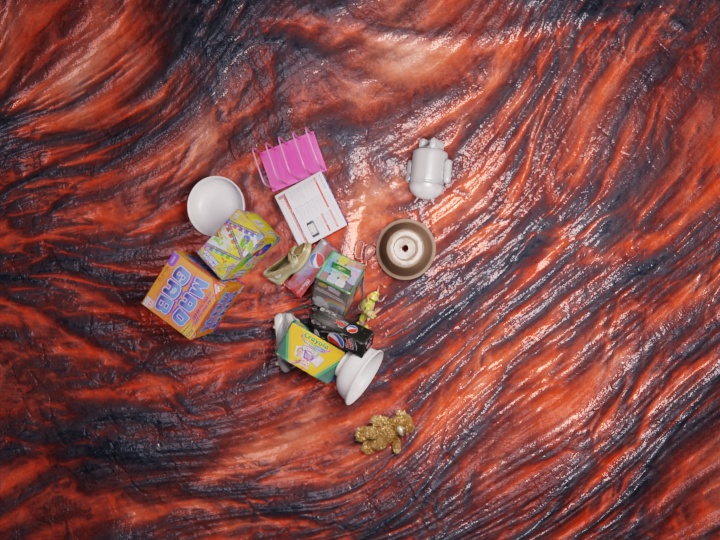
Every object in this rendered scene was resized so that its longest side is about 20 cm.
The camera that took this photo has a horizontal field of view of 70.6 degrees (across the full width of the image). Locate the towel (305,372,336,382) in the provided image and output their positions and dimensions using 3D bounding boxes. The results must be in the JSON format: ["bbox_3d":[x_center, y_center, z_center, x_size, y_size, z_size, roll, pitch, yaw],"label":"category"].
[{"bbox_3d":[-0.106,0.265,1.696,0.111,0.049,0.202,19,95,5],"label":"towel"}]

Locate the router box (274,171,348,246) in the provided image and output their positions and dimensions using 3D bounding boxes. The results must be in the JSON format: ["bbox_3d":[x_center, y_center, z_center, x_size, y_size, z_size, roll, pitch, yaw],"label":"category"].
[{"bbox_3d":[-0.161,-0.197,1.692,0.178,0.049,0.201,-26,88,7],"label":"router box"}]

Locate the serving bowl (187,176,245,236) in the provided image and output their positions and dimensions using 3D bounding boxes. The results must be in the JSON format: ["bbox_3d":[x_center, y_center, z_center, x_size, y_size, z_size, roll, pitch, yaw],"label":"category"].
[{"bbox_3d":[-0.479,-0.215,1.722,0.198,0.066,0.202,0,92,7],"label":"serving bowl"}]

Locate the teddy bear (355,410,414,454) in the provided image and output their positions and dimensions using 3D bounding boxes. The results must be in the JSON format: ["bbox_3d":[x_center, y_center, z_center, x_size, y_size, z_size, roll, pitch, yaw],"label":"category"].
[{"bbox_3d":[0.080,0.538,1.671,0.198,0.067,0.146,-8,93,8],"label":"teddy bear"}]

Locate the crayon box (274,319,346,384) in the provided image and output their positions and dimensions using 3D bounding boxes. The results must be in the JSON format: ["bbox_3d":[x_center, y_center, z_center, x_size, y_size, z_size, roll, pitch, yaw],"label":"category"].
[{"bbox_3d":[-0.159,0.261,1.640,0.199,0.058,0.119,30,95,-2],"label":"crayon box"}]

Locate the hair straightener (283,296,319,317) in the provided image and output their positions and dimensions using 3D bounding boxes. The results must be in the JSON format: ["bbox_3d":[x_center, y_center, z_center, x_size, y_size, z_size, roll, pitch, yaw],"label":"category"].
[{"bbox_3d":[-0.158,0.123,1.710,0.198,0.041,0.078,-9,91,3],"label":"hair straightener"}]

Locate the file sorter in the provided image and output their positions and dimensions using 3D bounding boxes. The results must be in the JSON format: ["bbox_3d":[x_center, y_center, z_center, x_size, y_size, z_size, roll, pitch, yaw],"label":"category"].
[{"bbox_3d":[-0.233,-0.364,1.658,0.198,0.125,0.140,-20,89,7],"label":"file sorter"}]

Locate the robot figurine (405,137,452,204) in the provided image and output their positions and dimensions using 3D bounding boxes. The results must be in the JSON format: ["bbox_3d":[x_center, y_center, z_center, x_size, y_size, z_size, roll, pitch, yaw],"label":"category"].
[{"bbox_3d":[0.215,-0.312,1.610,0.169,0.112,0.202,10,93,44],"label":"robot figurine"}]

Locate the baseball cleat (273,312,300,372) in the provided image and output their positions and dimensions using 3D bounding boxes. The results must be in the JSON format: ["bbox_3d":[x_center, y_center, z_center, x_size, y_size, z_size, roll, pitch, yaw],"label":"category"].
[{"bbox_3d":[-0.235,0.240,1.691,0.105,0.070,0.202,-7,97,17],"label":"baseball cleat"}]

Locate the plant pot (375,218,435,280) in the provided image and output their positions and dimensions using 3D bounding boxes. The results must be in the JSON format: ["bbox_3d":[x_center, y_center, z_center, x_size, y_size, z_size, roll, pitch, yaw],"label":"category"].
[{"bbox_3d":[0.139,-0.067,1.594,0.198,0.175,0.202,0,91,7],"label":"plant pot"}]

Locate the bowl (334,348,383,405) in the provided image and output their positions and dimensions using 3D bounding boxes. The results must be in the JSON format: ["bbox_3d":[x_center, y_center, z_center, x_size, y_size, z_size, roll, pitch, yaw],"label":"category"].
[{"bbox_3d":[-0.018,0.319,1.624,0.090,0.201,0.202,32,95,20],"label":"bowl"}]

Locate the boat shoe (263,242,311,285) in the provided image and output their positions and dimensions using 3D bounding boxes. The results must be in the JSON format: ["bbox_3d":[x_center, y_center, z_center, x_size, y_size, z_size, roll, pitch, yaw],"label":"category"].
[{"bbox_3d":[-0.237,-0.028,1.663,0.063,0.074,0.200,31,127,-32],"label":"boat shoe"}]

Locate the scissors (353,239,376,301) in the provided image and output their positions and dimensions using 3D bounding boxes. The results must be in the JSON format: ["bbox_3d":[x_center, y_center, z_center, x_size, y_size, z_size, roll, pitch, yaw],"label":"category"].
[{"bbox_3d":[0.000,0.000,1.697,0.072,0.014,0.202,13,94,4],"label":"scissors"}]

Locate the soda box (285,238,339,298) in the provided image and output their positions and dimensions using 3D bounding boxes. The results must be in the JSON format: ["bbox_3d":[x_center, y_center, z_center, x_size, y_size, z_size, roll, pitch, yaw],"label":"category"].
[{"bbox_3d":[-0.158,-0.008,1.686,0.070,0.063,0.200,39,98,3],"label":"soda box"}]

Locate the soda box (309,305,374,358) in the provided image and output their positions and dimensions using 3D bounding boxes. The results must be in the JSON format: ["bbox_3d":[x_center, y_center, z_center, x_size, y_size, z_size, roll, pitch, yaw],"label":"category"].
[{"bbox_3d":[-0.059,0.190,1.584,0.199,0.071,0.064,24,129,21],"label":"soda box"}]

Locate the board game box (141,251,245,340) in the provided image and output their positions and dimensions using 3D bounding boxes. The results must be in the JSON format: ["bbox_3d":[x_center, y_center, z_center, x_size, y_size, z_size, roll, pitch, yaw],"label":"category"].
[{"bbox_3d":[-0.541,0.075,1.670,0.199,0.200,0.201,35,95,5],"label":"board game box"}]

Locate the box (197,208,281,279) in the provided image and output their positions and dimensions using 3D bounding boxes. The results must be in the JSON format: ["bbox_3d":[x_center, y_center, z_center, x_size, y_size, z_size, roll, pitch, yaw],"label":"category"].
[{"bbox_3d":[-0.387,-0.083,1.647,0.193,0.200,0.122,-44,87,7],"label":"box"}]

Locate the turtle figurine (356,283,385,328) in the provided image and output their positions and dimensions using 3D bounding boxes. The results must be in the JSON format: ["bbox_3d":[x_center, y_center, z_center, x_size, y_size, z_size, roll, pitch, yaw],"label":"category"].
[{"bbox_3d":[0.019,0.131,1.623,0.064,0.200,0.162,21,118,-4],"label":"turtle figurine"}]

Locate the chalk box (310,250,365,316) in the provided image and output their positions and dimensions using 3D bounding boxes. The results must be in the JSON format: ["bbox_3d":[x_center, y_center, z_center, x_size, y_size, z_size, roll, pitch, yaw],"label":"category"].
[{"bbox_3d":[-0.068,0.031,1.597,0.124,0.201,0.124,27,54,6],"label":"chalk box"}]
